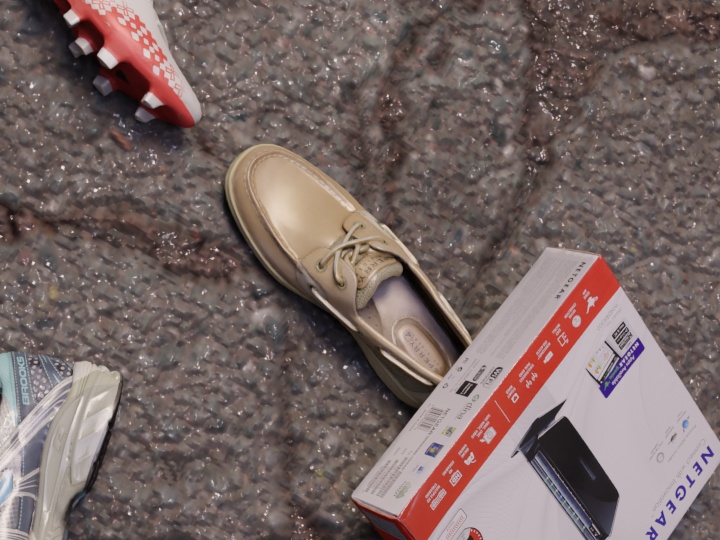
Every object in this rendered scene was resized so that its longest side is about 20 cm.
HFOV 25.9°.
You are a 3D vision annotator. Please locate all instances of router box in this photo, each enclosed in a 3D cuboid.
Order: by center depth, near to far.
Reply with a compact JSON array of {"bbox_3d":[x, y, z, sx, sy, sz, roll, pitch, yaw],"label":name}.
[{"bbox_3d":[0.113,0.120,0.931,0.200,0.049,0.180,-50,121,-20],"label":"router box"}]

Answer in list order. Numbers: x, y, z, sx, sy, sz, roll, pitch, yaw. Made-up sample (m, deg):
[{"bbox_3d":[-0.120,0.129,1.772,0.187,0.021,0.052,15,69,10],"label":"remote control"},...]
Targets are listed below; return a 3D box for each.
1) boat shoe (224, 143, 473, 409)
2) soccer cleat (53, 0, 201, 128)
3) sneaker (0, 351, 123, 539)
[{"bbox_3d":[0.000,0.000,0.940,0.072,0.065,0.200,-43,95,-21],"label":"boat shoe"},{"bbox_3d":[-0.151,-0.173,0.920,0.085,0.069,0.200,-42,91,-16],"label":"soccer cleat"},{"bbox_3d":[-0.199,0.138,0.852,0.085,0.078,0.202,19,67,-2],"label":"sneaker"}]
